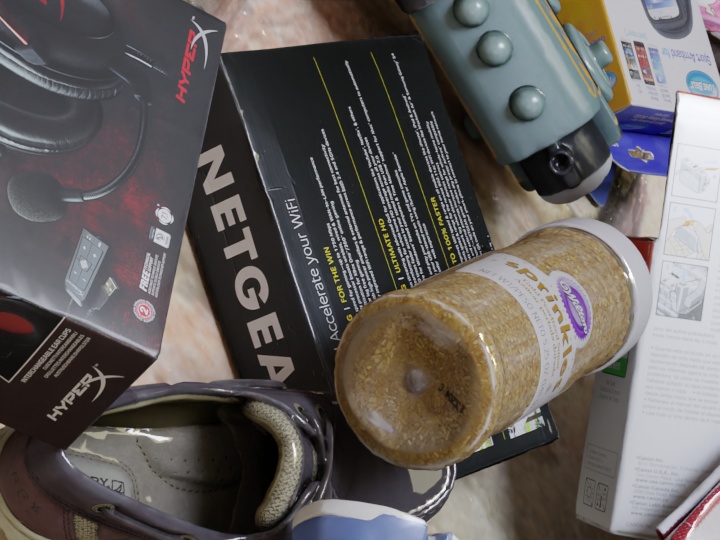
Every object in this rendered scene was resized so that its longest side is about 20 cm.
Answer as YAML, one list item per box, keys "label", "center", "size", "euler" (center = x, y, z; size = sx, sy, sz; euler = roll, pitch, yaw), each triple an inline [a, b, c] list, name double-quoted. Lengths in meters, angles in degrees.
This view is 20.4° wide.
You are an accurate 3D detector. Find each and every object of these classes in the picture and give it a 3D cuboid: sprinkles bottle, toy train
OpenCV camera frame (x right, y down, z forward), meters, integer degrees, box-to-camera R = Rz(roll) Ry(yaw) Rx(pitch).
- label: "sprinkles bottle"
  center: [0.059, 0.025, 0.811]
  size: [0.200, 0.068, 0.069]
  euler: [-22, 89, -64]
- label: "toy train"
  center: [0.061, -0.123, 0.976]
  size: [0.201, 0.085, 0.114]
  euler: [59, 14, -15]

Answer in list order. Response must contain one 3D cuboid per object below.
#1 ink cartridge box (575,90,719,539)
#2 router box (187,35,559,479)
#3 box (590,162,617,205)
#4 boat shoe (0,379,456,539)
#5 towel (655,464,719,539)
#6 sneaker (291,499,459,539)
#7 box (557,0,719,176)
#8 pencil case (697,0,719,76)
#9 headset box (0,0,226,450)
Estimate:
- label: "ink cartridge box"
  center: [0.170, 0.025, 0.927]
  size: [0.108, 0.050, 0.202]
  euler: [8, 90, -14]
- label: "router box"
  center: [0.000, 0.000, 0.880]
  size: [0.149, 0.051, 0.201]
  euler: [-12, 82, -52]
- label: "box"
  center: [0.102, -0.145, 1.107]
  size: [0.200, 0.032, 0.122]
  euler: [51, 39, -24]
- label: "boat shoe"
  center: [-0.040, 0.075, 0.740]
  size: [0.199, 0.065, 0.072]
  euler: [5, 72, -33]
- label: "towel"
  center: [0.233, 0.147, 0.918]
  size: [0.144, 0.023, 0.200]
  euler: [-41, 112, -14]
- label: "sneaker"
  center: [0.037, 0.176, 0.721]
  size: [0.199, 0.080, 0.116]
  euler: [34, 61, -29]
- label: "box"
  center: [0.144, -0.152, 1.104]
  size: [0.119, 0.041, 0.201]
  euler: [0, 70, -54]
- label: "pencil case"
  center: [0.228, -0.175, 1.242]
  size: [0.087, 0.082, 0.200]
  euler: [62, 34, -29]
- label: "headset box"
  center: [-0.155, -0.052, 0.651]
  size: [0.199, 0.075, 0.149]
  euler: [26, 49, -21]
